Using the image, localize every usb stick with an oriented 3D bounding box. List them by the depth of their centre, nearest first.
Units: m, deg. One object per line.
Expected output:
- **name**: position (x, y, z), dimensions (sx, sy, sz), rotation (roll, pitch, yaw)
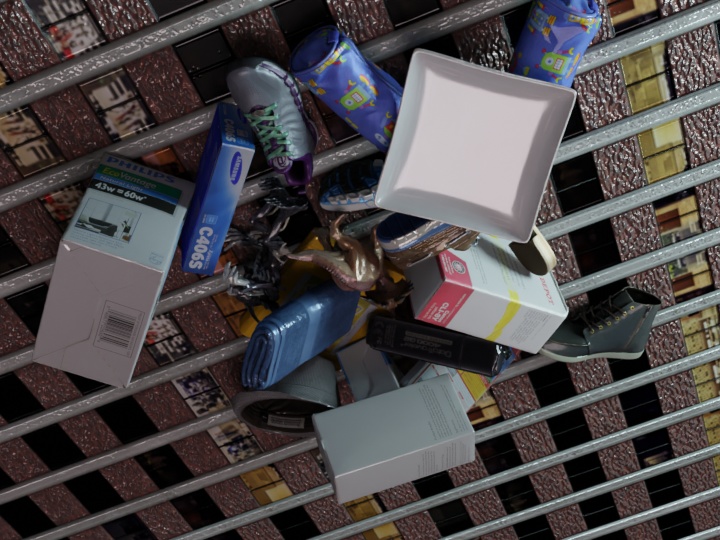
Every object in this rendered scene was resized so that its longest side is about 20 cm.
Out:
- **usb stick**: position (0.104, 0.103, 1.553), dimensions (0.200, 0.033, 0.056), rotation (12, 97, 21)

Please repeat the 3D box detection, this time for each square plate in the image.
- **square plate**: position (0.134, -0.148, 1.331), dimensions (0.198, 0.028, 0.200), rotation (14, 112, -3)

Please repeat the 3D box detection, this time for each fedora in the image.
- **fedora**: position (-0.093, 0.176, 1.620), dimensions (0.177, 0.090, 0.200), rotation (23, 151, -28)

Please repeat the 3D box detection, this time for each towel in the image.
- **towel**: position (-0.079, 0.075, 1.477), dimensions (0.200, 0.049, 0.112), rotation (-31, 147, -47)

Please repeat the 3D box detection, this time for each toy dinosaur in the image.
- **toy dinosaur**: position (0.000, 0.000, 1.449), dimensions (0.086, 0.136, 0.200), rotation (-19, 171, 38)

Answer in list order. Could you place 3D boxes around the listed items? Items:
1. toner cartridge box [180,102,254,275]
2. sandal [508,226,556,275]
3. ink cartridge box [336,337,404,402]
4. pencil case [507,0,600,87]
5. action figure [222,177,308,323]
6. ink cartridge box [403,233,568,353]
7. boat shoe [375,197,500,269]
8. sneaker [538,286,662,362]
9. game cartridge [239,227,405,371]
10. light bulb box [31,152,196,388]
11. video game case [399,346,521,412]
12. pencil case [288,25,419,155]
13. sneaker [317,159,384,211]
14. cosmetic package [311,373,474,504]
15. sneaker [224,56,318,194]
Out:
- **toner cartridge box**: position (-0.181, -0.100, 1.390), dimensions (0.043, 0.095, 0.200), rotation (9, 128, -19)
- **sandal**: position (0.211, -0.097, 1.491), dimensions (0.070, 0.078, 0.212), rotation (-42, 110, -27)
- **ink cartridge box**: position (0.044, 0.197, 1.655), dimensions (0.068, 0.116, 0.200), rotation (-28, 142, 4)
- **pencil case**: position (0.225, -0.245, 1.345), dimensions (0.087, 0.078, 0.200), rotation (14, 127, -2)
- **action figure**: position (-0.140, -0.020, 1.457), dimensions (0.102, 0.119, 0.200), rotation (5, 120, -28)
- **ink cartridge box**: position (0.166, 0.018, 1.521), dimensions (0.200, 0.145, 0.083), rotation (17, 126, -23)
- **boat shoe**: position (0.120, -0.065, 1.424), dimensions (0.200, 0.072, 0.072), rotation (-22, 130, 4)
- **sneaker**: position (0.348, 0.074, 1.660), dimensions (0.200, 0.075, 0.106), rotation (0, 126, -22)
- **game cartridge**: position (-0.048, 0.046, 1.581), dimensions (0.176, 0.032, 0.200), rotation (24, 123, -27)
- **light bulb box**: position (-0.302, -0.002, 1.367), dimensions (0.125, 0.200, 0.198), rotation (19, 125, -8)
- **video game case**: position (0.153, 0.138, 1.634), dimensions (0.200, 0.017, 0.143), rotation (-46, 132, -17)
- **pencil case**: position (0.007, -0.212, 1.341), dimensions (0.087, 0.078, 0.200), rotation (-32, 129, 28)
- **sneaker**: position (0.045, -0.103, 1.448), dimensions (0.200, 0.075, 0.087), rotation (-14, 137, 2)
- **cosmetic package**: position (0.045, 0.228, 1.515), dimensions (0.200, 0.108, 0.085), rotation (-16, 142, -7)
- **sneaker**: position (-0.097, -0.170, 1.314), dimensions (0.074, 0.088, 0.200), rotation (-14, 151, 18)
